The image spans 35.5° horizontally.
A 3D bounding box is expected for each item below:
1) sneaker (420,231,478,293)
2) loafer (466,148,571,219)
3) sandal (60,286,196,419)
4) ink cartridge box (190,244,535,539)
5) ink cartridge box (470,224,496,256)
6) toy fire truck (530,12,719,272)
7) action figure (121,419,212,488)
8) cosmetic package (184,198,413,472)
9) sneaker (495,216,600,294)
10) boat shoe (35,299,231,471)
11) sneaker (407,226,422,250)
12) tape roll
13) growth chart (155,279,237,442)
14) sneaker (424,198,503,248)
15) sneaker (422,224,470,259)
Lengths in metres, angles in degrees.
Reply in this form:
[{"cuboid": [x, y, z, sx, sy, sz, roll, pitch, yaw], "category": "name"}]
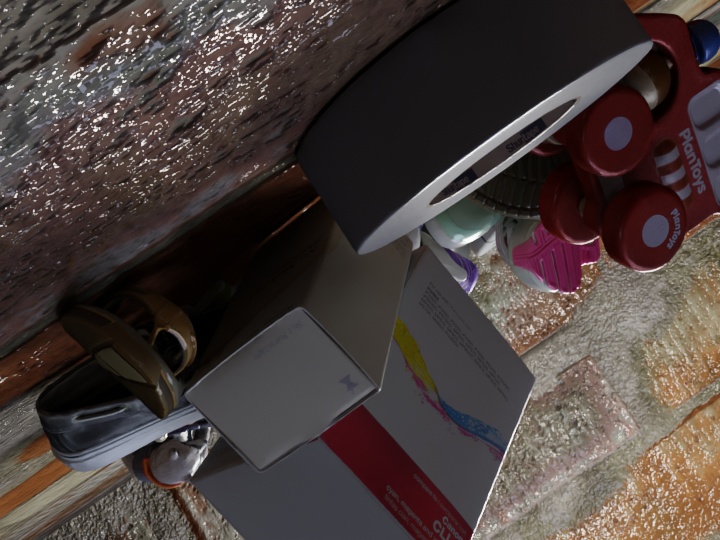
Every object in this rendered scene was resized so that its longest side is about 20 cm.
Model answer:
[{"cuboid": [0.044, 0.009, 1.104, 0.199, 0.083, 0.082, 5, -101, 63], "category": "sneaker"}, {"cuboid": [0.167, -0.080, 0.960, 0.067, 0.197, 0.077, -89, -170, -79], "category": "loafer"}, {"cuboid": [-0.124, 0.042, 0.657, 0.054, 0.080, 0.200, -49, 179, -9], "category": "sandal"}, {"cuboid": [0.009, 0.113, 0.809, 0.145, 0.145, 0.201, -27, -158, 42], "category": "ink cartridge box"}, {"cuboid": [0.174, -0.099, 1.242, 0.144, 0.084, 0.200, -35, 175, -4], "category": "ink cartridge box"}, {"cuboid": [0.216, -0.107, 0.863, 0.167, 0.201, 0.112, -33, -154, -14], "category": "toy fire truck"}, {"cuboid": [-0.172, 0.168, 1.150, 0.197, 0.106, 0.194, -6, -169, -5], "category": "action figure"}, {"cuboid": [-0.033, 0.027, 0.735, 0.103, 0.073, 0.200, -37, -165, 22], "category": "cosmetic package"}, {"cuboid": [0.166, -0.024, 1.057, 0.087, 0.083, 0.200, -2, -173, 24], "category": "sneaker"}, {"cuboid": [-0.137, 0.069, 0.804, 0.199, 0.072, 0.071, -34, 142, -15], "category": "boat shoe"}, {"cuboid": [0.000, 0.000, 1.044, 0.199, 0.075, 0.089, -30, -149, 54], "category": "sneaker"}, {"cuboid": [0.062, -0.092, 0.632, 0.199, 0.066, 0.200, -35, 176, -3], "category": "tape roll"}, {"cuboid": [-0.117, 0.064, 0.895, 0.199, 0.018, 0.145, -33, 144, -6], "category": "growth chart"}, {"cuboid": [0.142, -0.103, 1.021, 0.200, 0.074, 0.118, -43, -173, -30], "category": "sneaker"}, {"cuboid": [0.059, 0.022, 1.230, 0.201, 0.074, 0.106, -54, 150, -7], "category": "sneaker"}]
